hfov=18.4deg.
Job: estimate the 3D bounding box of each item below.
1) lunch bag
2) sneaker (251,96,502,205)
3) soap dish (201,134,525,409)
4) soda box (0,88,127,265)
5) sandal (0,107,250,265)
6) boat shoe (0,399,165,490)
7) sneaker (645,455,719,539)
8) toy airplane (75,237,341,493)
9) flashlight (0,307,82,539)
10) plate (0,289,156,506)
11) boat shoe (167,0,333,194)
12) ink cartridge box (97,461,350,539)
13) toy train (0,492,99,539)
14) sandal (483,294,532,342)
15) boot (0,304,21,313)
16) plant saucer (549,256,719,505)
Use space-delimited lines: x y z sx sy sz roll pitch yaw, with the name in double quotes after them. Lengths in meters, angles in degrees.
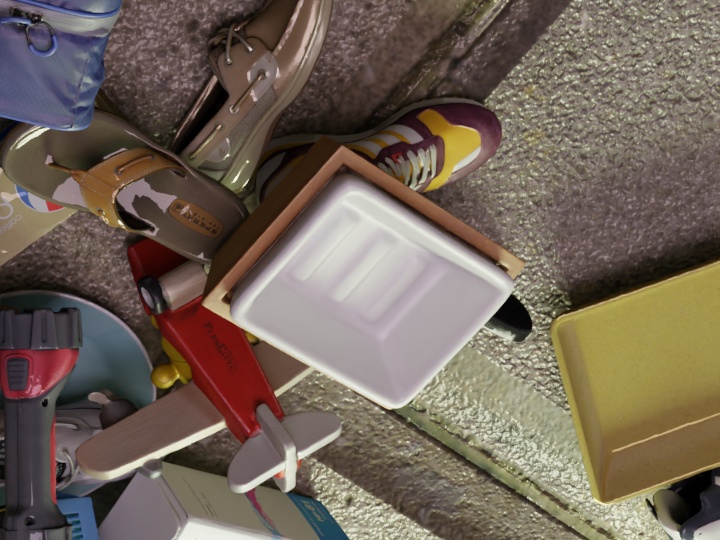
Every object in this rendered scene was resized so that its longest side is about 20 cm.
-0.232 -0.190 1.509 0.136 0.200 0.132 12 111 -14 "lunch bag"
0.019 -0.073 1.696 0.200 0.090 0.075 -15 120 -5 "sneaker"
0.000 0.000 1.635 0.200 0.081 0.157 31 109 -36 "soap dish"
-0.262 -0.059 1.650 0.200 0.064 0.068 -35 120 5 "soda box"
-0.164 -0.057 1.606 0.200 0.054 0.080 27 107 -21 "sandal"
-0.245 0.146 1.733 0.200 0.067 0.074 0 118 -14 "boat shoe"
0.290 0.246 1.943 0.129 0.080 0.199 20 111 -21 "sneaker"
-0.105 0.086 1.716 0.200 0.141 0.199 16 72 -11 "toy airplane"
-0.239 0.127 1.654 0.068 0.068 0.200 -2 91 -20 "flashlight"
-0.262 0.100 1.757 0.200 0.026 0.200 -6 118 -12 "plate"
-0.082 -0.149 1.644 0.065 0.072 0.200 19 117 -23 "boat shoe"
-0.122 0.246 1.804 0.200 0.085 0.145 20 112 -44 "ink cartridge box"
-0.286 0.246 1.754 0.200 0.114 0.087 -20 166 38 "toy train"
0.051 0.014 1.765 0.200 0.075 0.045 30 118 -28 "sandal"
-0.331 0.110 1.647 0.201 0.144 0.071 -26 121 -2 "boot"
0.265 0.080 1.865 0.200 0.048 0.200 -19 120 -3 "plant saucer"
